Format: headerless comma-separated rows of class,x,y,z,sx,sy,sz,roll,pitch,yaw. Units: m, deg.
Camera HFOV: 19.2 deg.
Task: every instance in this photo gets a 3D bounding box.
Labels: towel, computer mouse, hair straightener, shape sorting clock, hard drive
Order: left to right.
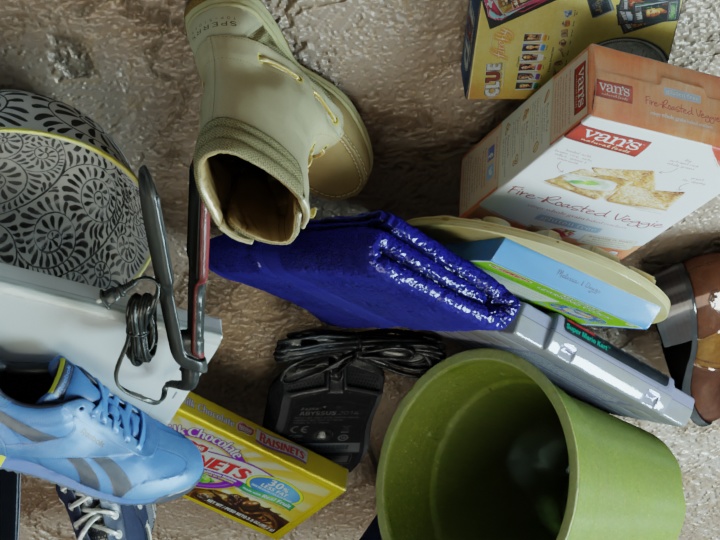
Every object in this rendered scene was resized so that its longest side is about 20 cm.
hard drive,-0.214,0.059,1.478,0.200,0.026,0.132,15,131,-24
hair straightener,-0.140,0.014,1.415,0.077,0.041,0.200,-8,132,-15
computer mouse,-0.024,0.099,1.677,0.138,0.053,0.200,3,141,-19
towel,0.000,0.000,1.502,0.148,0.050,0.200,25,165,-36
shape sorting clock,0.124,-0.001,1.511,0.200,0.039,0.200,19,172,3

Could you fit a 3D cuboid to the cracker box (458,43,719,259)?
cracker box,0.168,-0.076,1.442,0.134,0.058,0.200,12,156,-19

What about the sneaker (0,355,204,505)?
sneaker,-0.189,0.106,1.466,0.200,0.066,0.078,18,126,-26

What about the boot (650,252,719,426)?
boot,0.331,0.032,1.652,0.200,0.068,0.188,-19,131,5

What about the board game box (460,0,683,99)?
board game box,0.142,-0.191,1.365,0.135,0.035,0.200,0,140,-6

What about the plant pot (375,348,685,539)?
plant pot,0.148,0.170,1.636,0.190,0.200,0.200,12,140,-45

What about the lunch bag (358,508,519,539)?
lunch bag,0.085,0.236,1.752,0.136,0.200,0.132,47,126,-5

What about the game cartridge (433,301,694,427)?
game cartridge,0.149,0.065,1.619,0.200,0.038,0.130,29,163,-36

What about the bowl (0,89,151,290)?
bowl,-0.238,-0.059,1.433,0.201,0.094,0.201,-4,140,-3

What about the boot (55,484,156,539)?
boot,-0.212,0.182,1.727,0.073,0.090,0.200,-14,139,11

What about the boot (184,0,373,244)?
boot,-0.050,-0.071,1.392,0.073,0.155,0.200,-20,138,17

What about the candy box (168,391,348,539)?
candy box,-0.119,0.147,1.671,0.200,0.026,0.102,28,134,-24

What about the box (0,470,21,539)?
box,-0.368,0.205,1.694,0.104,0.148,0.200,26,132,-33
